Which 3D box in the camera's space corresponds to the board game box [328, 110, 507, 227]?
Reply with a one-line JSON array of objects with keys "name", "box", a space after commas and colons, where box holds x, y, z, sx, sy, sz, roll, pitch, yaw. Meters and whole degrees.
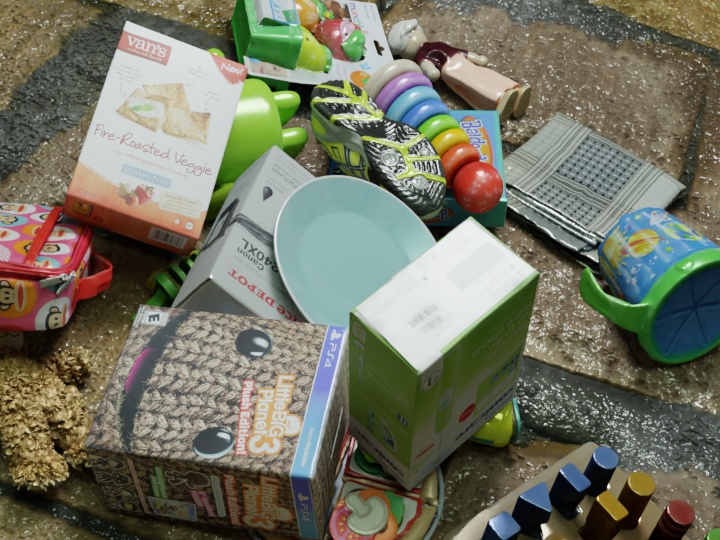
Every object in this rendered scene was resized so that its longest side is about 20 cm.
[{"name": "board game box", "box": [0.062, -0.118, 1.403, 0.197, 0.045, 0.153, 1, 47, 1]}]

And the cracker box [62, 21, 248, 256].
[{"name": "cracker box", "box": [-0.202, -0.131, 1.234, 0.133, 0.058, 0.202, 18, 66, -13]}]

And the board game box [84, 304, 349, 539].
[{"name": "board game box", "box": [-0.117, 0.130, 1.091, 0.197, 0.097, 0.161, 5, 49, 9]}]

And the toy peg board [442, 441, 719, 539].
[{"name": "toy peg board", "box": [0.211, 0.243, 1.080, 0.199, 0.098, 0.199, -25, 57, -30]}]

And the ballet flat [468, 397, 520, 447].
[{"name": "ballet flat", "box": [0.111, 0.085, 1.229, 0.066, 0.067, 0.202, 0, 50, -7]}]

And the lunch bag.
[{"name": "lunch bag", "box": [-0.322, -0.005, 1.169, 0.174, 0.083, 0.200, 7, 18, -8]}]

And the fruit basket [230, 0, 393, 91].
[{"name": "fruit basket", "box": [-0.055, -0.291, 1.524, 0.197, 0.094, 0.187, 1, 48, -15]}]

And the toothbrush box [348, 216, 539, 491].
[{"name": "toothbrush box", "box": [0.068, 0.076, 1.077, 0.145, 0.201, 0.086, -37, 63, -25]}]

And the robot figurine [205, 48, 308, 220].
[{"name": "robot figurine", "box": [-0.160, -0.145, 1.350, 0.198, 0.116, 0.178, -9, 82, -21]}]

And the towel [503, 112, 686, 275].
[{"name": "towel", "box": [0.256, -0.098, 1.446, 0.192, 0.035, 0.200, 35, 51, 20]}]

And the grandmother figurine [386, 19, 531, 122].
[{"name": "grandmother figurine", "box": [0.112, -0.252, 1.548, 0.199, 0.061, 0.121, 36, 23, 24]}]

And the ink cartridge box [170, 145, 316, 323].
[{"name": "ink cartridge box", "box": [-0.081, 0.001, 1.217, 0.145, 0.083, 0.201, 38, 44, -18]}]

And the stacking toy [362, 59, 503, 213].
[{"name": "stacking toy", "box": [0.085, -0.139, 1.342, 0.085, 0.086, 0.200, -23, 55, -28]}]

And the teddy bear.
[{"name": "teddy bear", "box": [-0.301, 0.113, 1.120, 0.143, 0.067, 0.201, -10, 51, -22]}]

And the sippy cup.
[{"name": "sippy cup", "box": [0.321, 0.006, 1.307, 0.177, 0.140, 0.131, 27, 19, -42]}]

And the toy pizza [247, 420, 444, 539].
[{"name": "toy pizza", "box": [-0.019, 0.186, 1.132, 0.198, 0.032, 0.202, 6, 47, -6]}]

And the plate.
[{"name": "plate", "box": [0.000, 0.000, 1.199, 0.198, 0.026, 0.202, 17, 55, -26]}]

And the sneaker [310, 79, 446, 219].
[{"name": "sneaker", "box": [0.020, -0.121, 1.325, 0.075, 0.077, 0.200, -27, 59, -25]}]

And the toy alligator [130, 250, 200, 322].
[{"name": "toy alligator", "box": [-0.149, -0.003, 1.264, 0.199, 0.055, 0.059, -30, 60, -32]}]
